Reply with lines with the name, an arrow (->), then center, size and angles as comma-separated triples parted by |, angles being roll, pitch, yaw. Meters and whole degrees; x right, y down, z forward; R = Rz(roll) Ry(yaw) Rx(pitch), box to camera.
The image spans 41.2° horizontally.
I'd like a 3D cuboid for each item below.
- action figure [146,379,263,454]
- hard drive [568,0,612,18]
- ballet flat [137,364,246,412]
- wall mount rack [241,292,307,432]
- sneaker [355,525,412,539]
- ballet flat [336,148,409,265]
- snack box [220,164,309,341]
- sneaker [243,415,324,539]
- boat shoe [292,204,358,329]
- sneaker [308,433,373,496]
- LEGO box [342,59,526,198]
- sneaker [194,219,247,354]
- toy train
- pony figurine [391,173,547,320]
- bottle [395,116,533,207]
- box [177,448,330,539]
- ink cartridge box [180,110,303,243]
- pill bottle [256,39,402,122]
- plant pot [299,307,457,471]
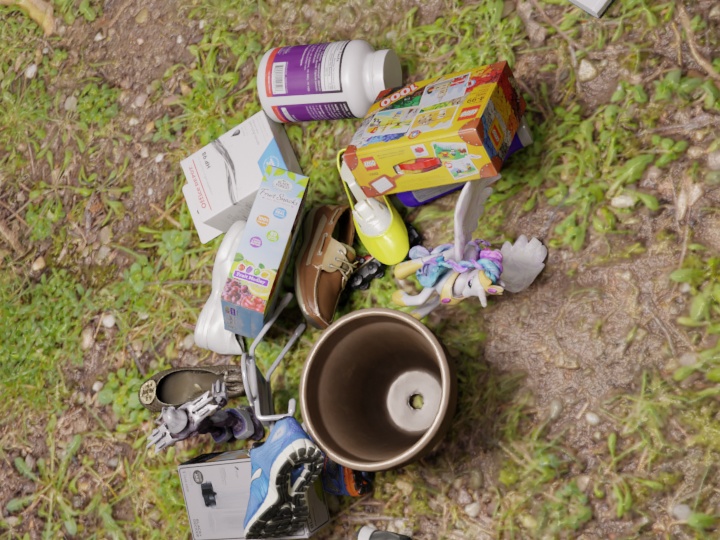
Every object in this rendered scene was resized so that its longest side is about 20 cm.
action figure -> -0.219, 0.207, 1.322 | 0.130, 0.200, 0.070 | -27, 68, 15
hard drive -> 0.342, -0.465, 1.328 | 0.132, 0.025, 0.200 | 41, 96, 26
ballet flat -> -0.254, 0.173, 1.431 | 0.199, 0.046, 0.068 | -8, 74, 22
wall mount rack -> -0.112, 0.137, 1.313 | 0.074, 0.200, 0.175 | -8, 65, 2
sneaker -> 0.039, 0.431, 1.229 | 0.090, 0.066, 0.201 | -8, 72, 25
ballet flat -> 0.009, -0.095, 1.345 | 0.067, 0.067, 0.201 | -30, 55, 14
snack box -> -0.132, -0.020, 1.326 | 0.067, 0.169, 0.201 | 18, 71, -1
sneaker -> -0.104, 0.265, 1.214 | 0.201, 0.078, 0.089 | -66, 33, 31
boat shoe -> -0.044, -0.016, 1.338 | 0.074, 0.076, 0.201 | -17, 51, 26
sneaker -> -0.042, 0.214, 1.315 | 0.078, 0.075, 0.201 | -18, 70, 24
LEGO box -> 0.098, -0.182, 1.248 | 0.199, 0.077, 0.149 | -7, 41, 35
sneaker -> -0.177, 0.028, 1.428 | 0.088, 0.075, 0.201 | 15, 90, 13
toy train -> 0.000, 0.000, 1.367 | 0.200, 0.034, 0.046 | -39, 62, 11
pony figurine -> 0.135, -0.009, 1.235 | 0.200, 0.167, 0.193 | -20, 31, 48
bottle -> 0.138, -0.158, 1.323 | 0.199, 0.065, 0.084 | -21, 62, 18
box -> -0.147, 0.307, 1.313 | 0.199, 0.060, 0.117 | -13, 90, 30
ink cartridge box -> -0.197, -0.140, 1.469 | 0.199, 0.067, 0.116 | -30, 68, 15
pill bottle -> -0.044, -0.278, 1.409 | 0.199, 0.112, 0.113 | 1, 78, 24
plant pot -> 0.046, 0.158, 1.230 | 0.199, 0.175, 0.201 | -6, 76, 23
